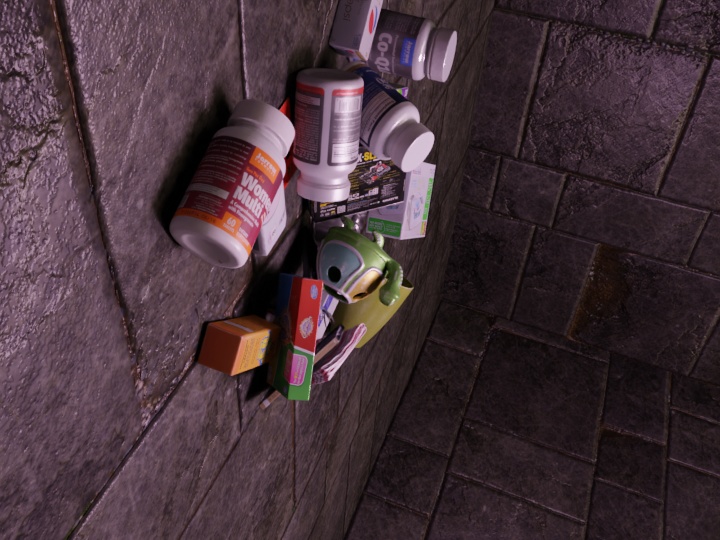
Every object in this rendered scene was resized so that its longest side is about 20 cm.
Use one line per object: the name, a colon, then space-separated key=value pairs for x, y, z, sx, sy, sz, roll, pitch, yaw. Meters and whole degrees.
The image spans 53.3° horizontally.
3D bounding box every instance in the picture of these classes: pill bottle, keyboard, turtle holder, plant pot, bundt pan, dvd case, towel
pill bottle: x=-0.058 y=-0.228 z=1.212 sx=0.116 sy=0.113 sz=0.205 roll=-48 pitch=147 yaw=-61
keyboard: x=-0.107 y=0.021 z=1.400 sx=0.105 sy=0.039 sz=0.204 roll=66 pitch=18 yaw=-51
turtle holder: x=-0.005 y=0.000 z=1.410 sx=0.133 sy=0.184 sz=0.141 roll=-57 pitch=-175 yaw=-17
pill bottle: x=-0.163 y=-0.116 z=0.945 sx=0.110 sy=0.107 sz=0.204 roll=76 pitch=33 yaw=-65
pill bottle: x=0.035 y=-0.269 z=1.270 sx=0.110 sy=0.200 sz=0.112 roll=-37 pitch=157 yaw=-19
plant pot: x=0.007 y=0.083 z=1.806 sx=0.203 sy=0.185 sz=0.187 roll=-61 pitch=169 yaw=11
bundt pan: x=-0.034 y=-0.130 z=1.544 sx=0.202 sy=0.074 sz=0.207 roll=17 pitch=89 yaw=-77
pill bottle: x=0.082 y=-0.437 z=1.392 sx=0.114 sy=0.195 sz=0.117 roll=16 pitch=90 yaw=-76
dvd case: x=-0.113 y=0.186 z=1.421 sx=0.199 sy=0.016 sz=0.149 roll=-43 pitch=-177 yaw=7
towel: x=-0.081 y=0.178 z=1.491 sx=0.198 sy=0.030 sz=0.147 roll=-24 pitch=-159 yaw=53

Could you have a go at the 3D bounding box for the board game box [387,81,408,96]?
board game box: x=0.017 y=-0.328 z=1.459 sx=0.200 sy=0.102 sz=0.106 roll=-41 pitch=146 yaw=-66

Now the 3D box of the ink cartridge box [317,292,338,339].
ink cartridge box: x=-0.088 y=0.084 z=1.650 sx=0.101 sy=0.038 sz=0.203 roll=88 pitch=23 yaw=-53

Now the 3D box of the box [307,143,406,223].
box: x=-0.006 y=-0.185 z=1.377 sx=0.162 sy=0.195 sz=0.050 roll=91 pitch=-23 yaw=-44

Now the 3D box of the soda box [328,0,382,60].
soda box: x=0.004 y=-0.493 z=1.299 sx=0.068 sy=0.062 sz=0.205 roll=-1 pitch=107 yaw=-76

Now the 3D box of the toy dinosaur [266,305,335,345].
toy dinosaur: x=-0.102 y=0.067 z=1.455 sx=0.202 sy=0.102 sz=0.185 roll=78 pitch=20 yaw=-53

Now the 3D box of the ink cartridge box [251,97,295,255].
ink cartridge box: x=-0.134 y=-0.152 z=1.161 sx=0.165 sy=0.056 sz=0.202 roll=90 pitch=25 yaw=-50

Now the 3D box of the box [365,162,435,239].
box: x=0.095 y=-0.172 z=1.671 sx=0.199 sy=0.094 sz=0.182 roll=-10 pitch=111 yaw=-69

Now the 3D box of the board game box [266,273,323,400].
board game box: x=-0.119 y=0.112 z=1.272 sx=0.152 sy=0.039 sz=0.206 roll=-174 pitch=-90 yaw=-69

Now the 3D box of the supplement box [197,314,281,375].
supplement box: x=-0.194 y=0.120 z=1.186 sx=0.200 sy=0.067 sz=0.068 roll=-7 pitch=114 yaw=-80
